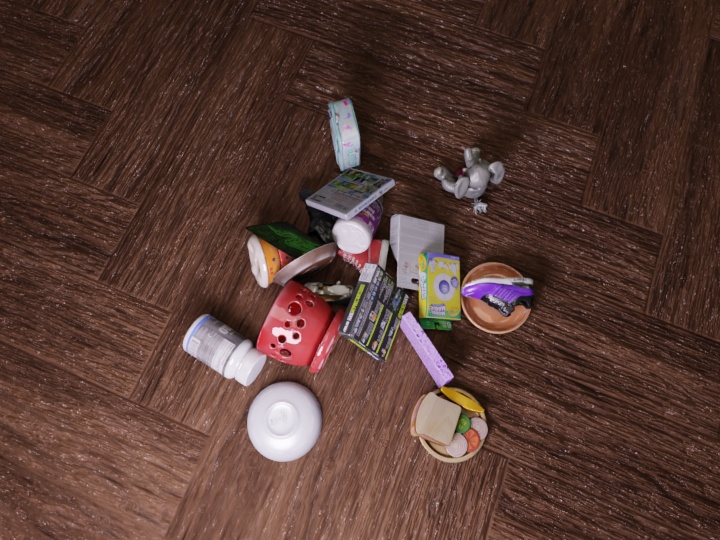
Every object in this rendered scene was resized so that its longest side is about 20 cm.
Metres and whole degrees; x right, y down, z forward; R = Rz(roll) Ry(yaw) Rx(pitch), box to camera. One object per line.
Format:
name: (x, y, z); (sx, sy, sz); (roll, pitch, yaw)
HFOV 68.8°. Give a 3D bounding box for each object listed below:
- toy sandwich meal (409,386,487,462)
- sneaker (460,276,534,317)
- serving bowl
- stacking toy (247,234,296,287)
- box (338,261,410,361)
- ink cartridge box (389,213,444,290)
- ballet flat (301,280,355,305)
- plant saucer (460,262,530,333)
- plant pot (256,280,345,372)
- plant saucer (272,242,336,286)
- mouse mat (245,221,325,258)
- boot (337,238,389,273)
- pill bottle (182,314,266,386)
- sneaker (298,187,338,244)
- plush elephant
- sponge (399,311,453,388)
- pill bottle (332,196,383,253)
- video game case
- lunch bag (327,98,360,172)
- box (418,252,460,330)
toy sandwich meal: (0.229, 0.388, 1.344); (0.201, 0.070, 0.209); (0, 72, 1)
sneaker: (0.370, 0.074, 1.408); (0.196, 0.070, 0.101); (-2, 74, 1)
serving bowl: (-0.199, 0.384, 1.352); (0.196, 0.066, 0.204); (0, 72, 1)
stacking toy: (-0.206, -0.046, 1.475); (0.197, 0.146, 0.148); (-16, 71, -21)
box: (0.041, 0.111, 1.379); (0.047, 0.193, 0.203); (10, 69, 36)
ink cartridge box: (0.157, -0.043, 1.466); (0.160, 0.057, 0.204); (10, 81, -29)
ballet flat: (-0.103, 0.058, 1.456); (0.196, 0.073, 0.074); (3, 72, 2)
plant saucer: (0.373, 0.078, 1.462); (0.196, 0.038, 0.204); (0, 71, 1)
plant pot: (-0.147, 0.155, 1.360); (0.181, 0.201, 0.202); (28, 74, 3)
plant saucer: (-0.143, -0.010, 1.413); (0.198, 0.200, 0.032); (-31, 84, -9)
mouse mat: (-0.199, -0.089, 1.453); (0.199, 0.160, 0.008); (31, 117, 28)
boot: (0.000, 0.000, 1.476); (0.142, 0.073, 0.203); (7, 64, 3)
pill bottle: (-0.355, 0.211, 1.385); (0.198, 0.114, 0.115); (30, 74, 9)
sneaker: (-0.126, -0.147, 1.527); (0.199, 0.060, 0.104); (38, 72, 9)
plush elephant: (0.322, -0.278, 1.515); (0.162, 0.155, 0.202); (-22, 72, -7)
sponge: (0.171, 0.210, 1.381); (0.030, 0.112, 0.201); (-29, 73, -10)
pill bottle: (0.001, -0.151, 1.473); (0.110, 0.113, 0.201); (16, 46, 6)
video game case: (-0.031, -0.216, 1.460); (0.182, 0.022, 0.199); (-39, 37, -22)
lunch bag: (-0.044, -0.387, 1.532); (0.076, 0.200, 0.163); (-10, 73, -1)
box: (0.215, 0.058, 1.430); (0.116, 0.048, 0.204); (6, 80, -30)
